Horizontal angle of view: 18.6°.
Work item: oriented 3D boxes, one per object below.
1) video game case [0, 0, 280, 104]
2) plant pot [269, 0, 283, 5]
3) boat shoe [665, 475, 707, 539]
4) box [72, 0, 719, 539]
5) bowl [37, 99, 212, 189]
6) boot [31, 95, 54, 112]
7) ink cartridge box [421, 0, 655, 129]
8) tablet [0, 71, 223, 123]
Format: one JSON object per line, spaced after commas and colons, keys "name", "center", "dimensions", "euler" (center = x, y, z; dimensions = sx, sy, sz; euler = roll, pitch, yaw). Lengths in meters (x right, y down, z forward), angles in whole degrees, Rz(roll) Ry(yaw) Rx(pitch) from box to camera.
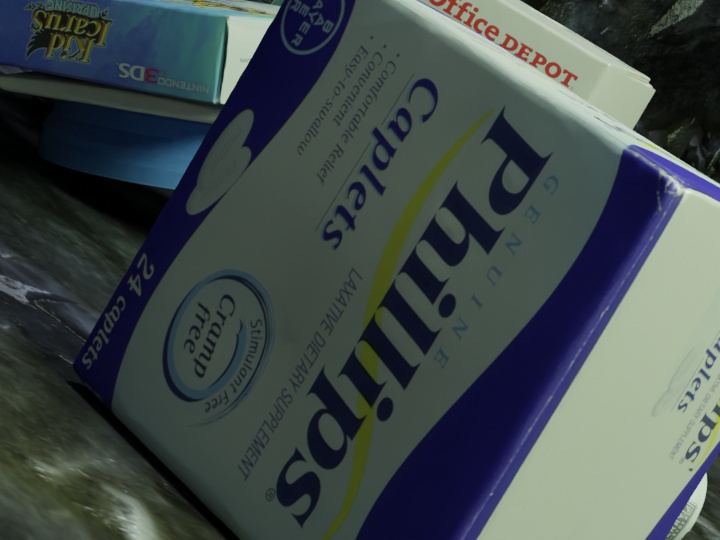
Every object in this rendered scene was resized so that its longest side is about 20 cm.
{"name": "video game case", "center": [-0.094, -0.118, 1.114], "dimensions": [0.199, 0.046, 0.181], "euler": [13, 11, 31]}
{"name": "plant pot", "center": [0.024, -0.100, 1.507], "dimensions": [0.196, 0.200, 0.200], "euler": [40, 10, 9]}
{"name": "boat shoe", "center": [0.124, 0.084, 1.155], "dimensions": [0.066, 0.070, 0.200], "euler": [30, 16, -13]}
{"name": "box", "center": [0.026, 0.016, 0.769], "dimensions": [0.105, 0.184, 0.200], "euler": [23, 10, -48]}
{"name": "bowl", "center": [-0.074, -0.070, 1.194], "dimensions": [0.199, 0.040, 0.201], "euler": [7, 8, -1]}
{"name": "boot", "center": [-0.168, -0.126, 1.348], "dimensions": [0.090, 0.073, 0.200], "euler": [-10, 2, -23]}
{"name": "ink cartridge box", "center": [0.060, -0.066, 1.331], "dimensions": [0.147, 0.201, 0.083], "euler": [34, 10, 26]}
{"name": "tablet", "center": [-0.092, -0.093, 1.147], "dimensions": [0.129, 0.014, 0.200], "euler": [10, 8, 14]}
